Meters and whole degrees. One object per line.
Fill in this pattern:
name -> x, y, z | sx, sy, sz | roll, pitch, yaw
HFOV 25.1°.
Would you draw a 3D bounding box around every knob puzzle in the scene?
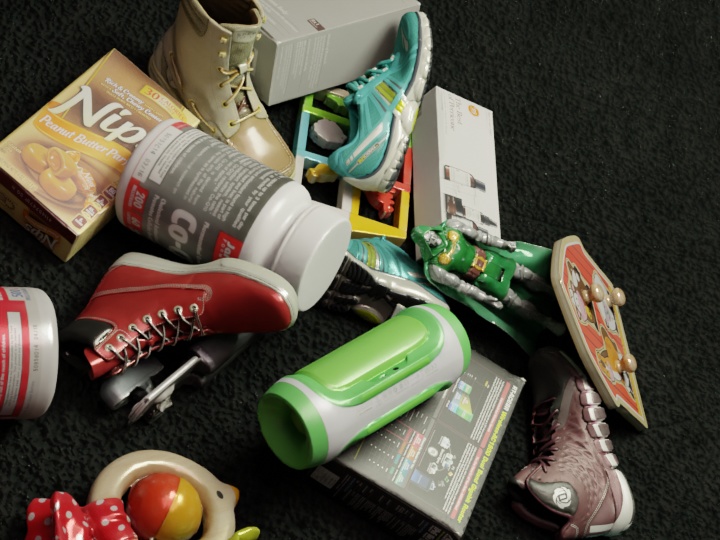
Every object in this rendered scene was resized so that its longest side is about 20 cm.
knob puzzle -> 0.244, 0.047, 1.636 | 0.220, 0.030, 0.221 | 51, 27, -39

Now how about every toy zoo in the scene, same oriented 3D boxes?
toy zoo -> -0.010, -0.102, 1.689 | 0.130, 0.020, 0.201 | 17, 53, -16

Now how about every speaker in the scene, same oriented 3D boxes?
speaker -> 0.006, 0.101, 1.441 | 0.199, 0.089, 0.089 | -27, 74, -36

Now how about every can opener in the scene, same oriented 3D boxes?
can opener -> -0.155, 0.070, 1.481 | 0.067, 0.053, 0.200 | 43, 49, 4

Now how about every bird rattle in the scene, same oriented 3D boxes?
bird rattle -> -0.180, 0.223, 1.363 | 0.199, 0.113, 0.163 | 17, 40, 0

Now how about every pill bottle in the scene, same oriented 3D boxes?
pill bottle -> -0.359, 0.068, 1.339 | 0.199, 0.112, 0.113 | 2, 58, -26
pill bottle -> -0.117, -0.049, 1.502 | 0.199, 0.114, 0.114 | 28, 48, 15

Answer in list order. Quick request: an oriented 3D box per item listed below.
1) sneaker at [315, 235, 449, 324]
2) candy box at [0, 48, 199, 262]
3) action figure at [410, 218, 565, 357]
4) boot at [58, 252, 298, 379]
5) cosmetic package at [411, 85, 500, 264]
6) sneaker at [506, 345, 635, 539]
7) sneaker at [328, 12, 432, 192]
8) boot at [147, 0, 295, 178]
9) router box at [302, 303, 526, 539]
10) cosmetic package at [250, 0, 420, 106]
sneaker -> 0.000, 0.000, 1.603 | 0.199, 0.078, 0.080 | 27, 40, -20
candy box -> -0.259, -0.113, 1.548 | 0.115, 0.055, 0.200 | 40, 51, 0
action figure -> 0.129, 0.003, 1.619 | 0.199, 0.055, 0.119 | 26, 74, -28
boot -> -0.163, 0.053, 1.421 | 0.199, 0.073, 0.144 | 5, 36, 24
cosmetic package -> 0.101, -0.092, 1.707 | 0.082, 0.051, 0.201 | 21, 52, -32
sneaker -> 0.182, 0.171, 1.573 | 0.115, 0.076, 0.201 | -10, 65, -28
sneaker -> 0.024, -0.181, 1.664 | 0.079, 0.078, 0.201 | 19, 73, -2
boot -> -0.123, -0.188, 1.600 | 0.072, 0.155, 0.200 | -34, 76, -36
router box -> 0.054, 0.150, 1.526 | 0.149, 0.062, 0.201 | 31, 50, -3
cosmetic package -> -0.045, -0.255, 1.718 | 0.199, 0.091, 0.107 | -25, 52, -34
